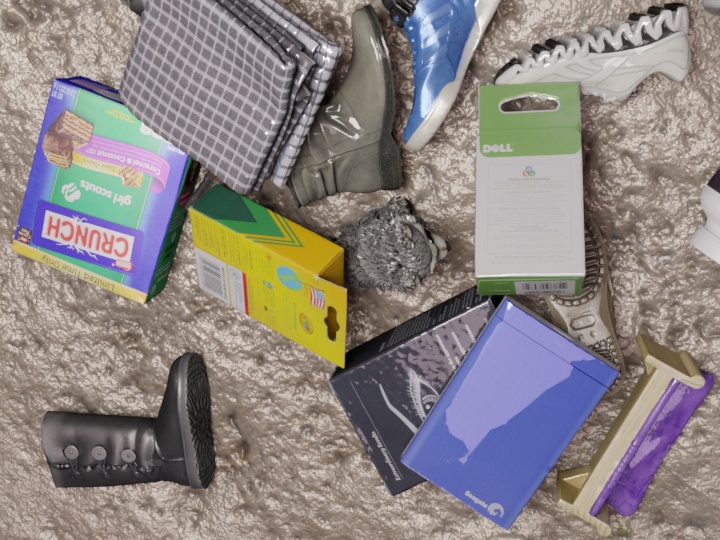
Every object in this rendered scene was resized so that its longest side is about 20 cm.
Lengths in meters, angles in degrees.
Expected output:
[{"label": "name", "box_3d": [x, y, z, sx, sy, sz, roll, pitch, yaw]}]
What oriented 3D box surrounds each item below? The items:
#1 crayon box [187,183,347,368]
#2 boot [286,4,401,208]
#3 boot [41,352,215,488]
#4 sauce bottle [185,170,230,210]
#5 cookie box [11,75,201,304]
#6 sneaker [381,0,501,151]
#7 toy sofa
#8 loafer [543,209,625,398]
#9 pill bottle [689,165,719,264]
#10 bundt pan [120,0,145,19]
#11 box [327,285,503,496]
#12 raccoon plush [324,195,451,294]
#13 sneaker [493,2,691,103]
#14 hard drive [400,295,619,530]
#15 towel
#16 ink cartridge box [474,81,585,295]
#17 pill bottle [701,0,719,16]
[{"label": "crayon box", "box_3d": [-0.085, 0.006, 1.007, 0.199, 0.051, 0.128, 28, 142, 21]}, {"label": "boot", "box_3d": [-0.029, -0.161, 0.979, 0.129, 0.068, 0.202, -8, 116, -5]}, {"label": "boot", "box_3d": [-0.279, 0.177, 1.133, 0.197, 0.066, 0.167, 0, 100, 14]}, {"label": "sauce bottle", "box_3d": [-0.119, -0.139, 1.034, 0.064, 0.065, 0.201, 36, 107, 1]}, {"label": "cookie box", "box_3d": [-0.276, -0.090, 1.064, 0.169, 0.075, 0.202, 21, 105, 4]}, {"label": "sneaker", "box_3d": [0.061, -0.231, 0.973, 0.110, 0.077, 0.202, 25, 101, -2]}, {"label": "toy sofa", "box_3d": [0.295, 0.179, 1.019, 0.097, 0.083, 0.202, 28, 105, 4]}, {"label": "loafer", "box_3d": [0.229, 0.033, 1.010, 0.075, 0.068, 0.203, -10, 84, 10]}, {"label": "pill bottle", "box_3d": [0.408, -0.090, 0.926, 0.112, 0.112, 0.201, 32, 105, 2]}, {"label": "bundt pan", "box_3d": [-0.198, -0.353, 0.996, 0.199, 0.076, 0.205, 2, 103, 10]}, {"label": "box", "box_3d": [0.088, 0.123, 1.031, 0.198, 0.104, 0.149, -26, 97, 15]}, {"label": "raccoon plush", "box_3d": [0.000, 0.000, 1.004, 0.198, 0.134, 0.098, -28, 97, 14]}, {"label": "sneaker", "box_3d": [0.233, -0.201, 0.958, 0.197, 0.075, 0.082, -14, 108, 13]}, {"label": "hard drive", "box_3d": [0.146, 0.144, 0.959, 0.131, 0.025, 0.201, 32, 105, 2]}, {"label": "towel", "box_3d": [-0.136, -0.189, 0.936, 0.199, 0.085, 0.167, 38, 121, 15]}, {"label": "ink cartridge box", "box_3d": [0.165, -0.079, 0.939, 0.102, 0.059, 0.203, -1, 72, 11]}, {"label": "pill bottle", "box_3d": [0.398, -0.328, 0.878, 0.111, 0.112, 0.202, 17, 104, 6]}]
